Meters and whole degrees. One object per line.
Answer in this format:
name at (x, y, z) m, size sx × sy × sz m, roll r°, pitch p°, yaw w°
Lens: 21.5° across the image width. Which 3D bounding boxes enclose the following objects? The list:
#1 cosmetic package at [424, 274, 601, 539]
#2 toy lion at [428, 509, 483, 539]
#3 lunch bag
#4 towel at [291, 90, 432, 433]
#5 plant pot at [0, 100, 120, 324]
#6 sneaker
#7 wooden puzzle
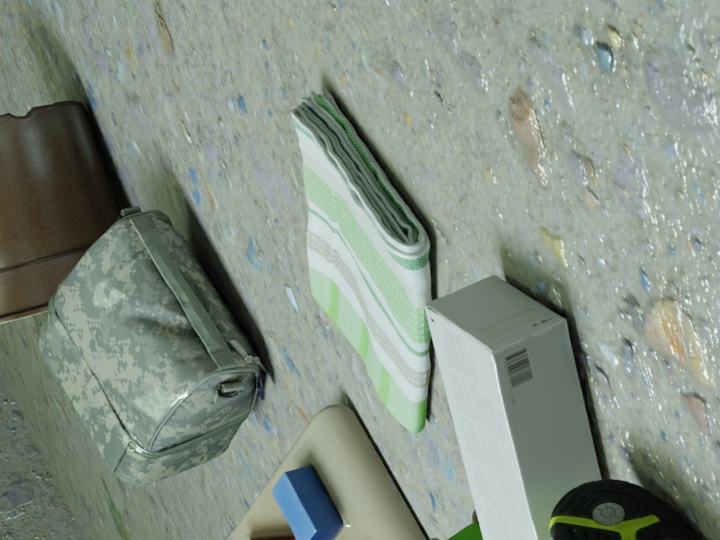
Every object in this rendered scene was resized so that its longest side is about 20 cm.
cosmetic package at (0.094, 0.110, 1.034) m, size 0.082 × 0.050 × 0.201 m, roll 32°, pitch 142°, yaw 59°
toy lion at (0.111, 0.271, 1.187) m, size 0.192 × 0.068 × 0.201 m, roll 47°, pitch 155°, yaw 33°
lunch bag at (-0.176, 0.065, 1.667) m, size 0.201 × 0.139 × 0.168 m, roll 57°, pitch 144°, yaw 22°
towel at (0.000, 0.000, 1.221) m, size 0.150 × 0.030 × 0.201 m, roll 57°, pitch 160°, yaw 34°
plant pot at (-0.329, -0.057, 1.911) m, size 0.200 × 0.199 × 0.200 m, roll 171°, pitch 84°, yaw -73°
sneaker at (0.152, 0.189, 0.919) m, size 0.201 × 0.075 × 0.077 m, roll 57°, pitch 160°, yaw 36°
wooden puzzle at (-0.032, 0.231, 1.435) m, size 0.200 × 0.046 × 0.186 m, roll -52°, pitch 57°, yaw 37°
